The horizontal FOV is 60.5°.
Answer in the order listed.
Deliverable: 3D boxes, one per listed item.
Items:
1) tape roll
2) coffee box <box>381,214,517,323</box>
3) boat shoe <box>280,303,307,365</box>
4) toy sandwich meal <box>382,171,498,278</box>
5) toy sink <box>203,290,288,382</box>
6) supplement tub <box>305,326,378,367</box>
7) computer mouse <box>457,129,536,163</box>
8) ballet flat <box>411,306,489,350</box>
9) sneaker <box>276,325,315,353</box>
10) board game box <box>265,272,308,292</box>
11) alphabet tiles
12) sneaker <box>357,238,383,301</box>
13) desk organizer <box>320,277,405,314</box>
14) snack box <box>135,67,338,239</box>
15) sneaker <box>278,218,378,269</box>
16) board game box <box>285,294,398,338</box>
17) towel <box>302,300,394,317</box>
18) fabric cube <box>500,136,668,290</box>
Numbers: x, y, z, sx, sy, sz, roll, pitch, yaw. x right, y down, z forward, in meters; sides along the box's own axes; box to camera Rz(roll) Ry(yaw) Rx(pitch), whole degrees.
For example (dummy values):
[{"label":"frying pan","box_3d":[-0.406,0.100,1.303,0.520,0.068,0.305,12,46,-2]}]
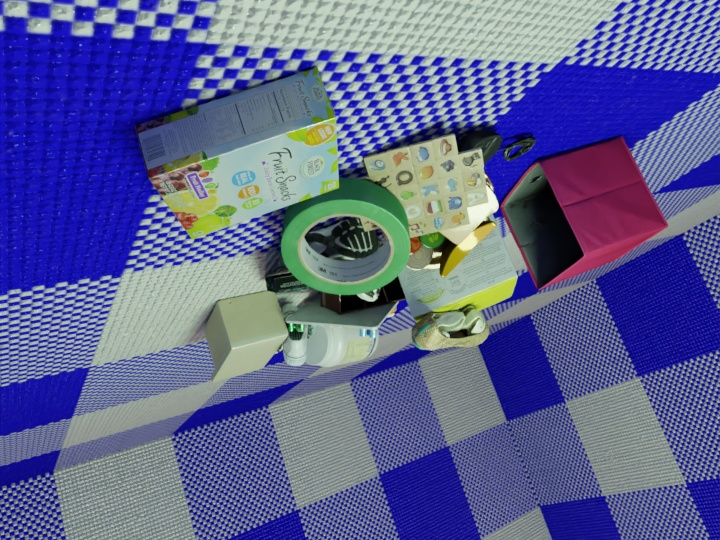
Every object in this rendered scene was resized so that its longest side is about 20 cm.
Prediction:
[{"label":"tape roll","box_3d":[-0.022,-0.046,0.936,0.194,0.049,0.203,-1,138,-1]},{"label":"coffee box","box_3d":[0.164,-0.020,1.161,0.195,0.202,0.200,-22,165,6]},{"label":"boat shoe","box_3d":[-0.143,0.120,1.349,0.071,0.201,0.068,-1,121,-17]},{"label":"toy sandwich meal","box_3d":[0.131,-0.081,0.990,0.199,0.071,0.210,-5,119,-8]},{"label":"toy sink","box_3d":[-0.254,0.138,1.319,0.128,0.114,0.200,-11,157,-31]},{"label":"supplement tub","box_3d":[-0.061,0.173,1.623,0.144,0.148,0.197,-31,161,36]},{"label":"computer mouse","box_3d":[0.211,-0.197,0.961,0.197,0.034,0.059,-13,147,-45]},{"label":"ballet flat","box_3d":[0.174,0.097,1.080,0.197,0.071,0.066,-9,148,-42]},{"label":"sneaker","box_3d":[-0.189,0.152,1.522,0.195,0.080,0.086,-15,-169,20]},{"label":"board game box","box_3d":[-0.099,0.014,1.116,0.131,0.029,0.200,-10,-178,-13]},{"label":"alphabet tiles","box_3d":[0.087,-0.116,0.908,0.194,0.006,0.168,-12,135,10]},{"label":"sneaker","box_3d":[0.000,0.000,1.134,0.078,0.077,0.201,1,-160,5]},{"label":"desk organizer","box_3d":[0.014,0.036,1.339,0.196,0.074,0.076,-10,-162,-34]},{"label":"snack box","box_3d":[-0.124,-0.122,0.688,0.195,0.069,0.169,-21,164,-6]},{"label":"sneaker","box_3d":[-0.057,-0.043,1.075,0.196,0.076,0.080,-10,179,-31]},{"label":"board game box","box_3d":[-0.034,0.094,1.310,0.194,0.027,0.200,3,-166,17]},{"label":"towel","box_3d":[-0.032,0.094,1.436,0.143,0.031,0.198,-10,-164,-34]},{"label":"fabric cube","box_3d":[0.427,-0.109,1.211,0.195,0.204,0.197,-18,164,-15]}]
